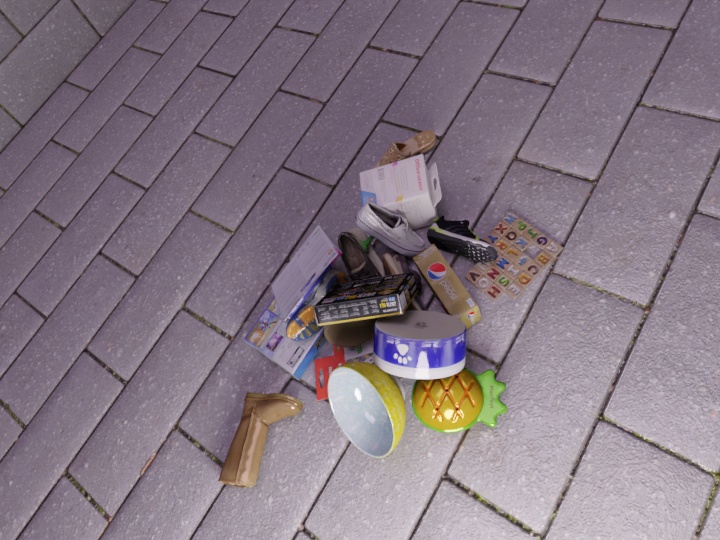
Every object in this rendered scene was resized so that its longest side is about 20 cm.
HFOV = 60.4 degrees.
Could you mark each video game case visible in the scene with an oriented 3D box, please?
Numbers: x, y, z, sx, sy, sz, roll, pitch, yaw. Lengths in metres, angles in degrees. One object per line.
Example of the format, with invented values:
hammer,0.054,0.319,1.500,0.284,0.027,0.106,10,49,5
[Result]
video game case,-0.164,0.137,1.526,0.178,0.046,0.202,27,74,32

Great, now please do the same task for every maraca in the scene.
maraca,0.200,0.259,1.261,0.193,0.108,0.142,-3,65,11

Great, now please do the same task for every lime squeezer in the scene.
lime squeezer,-0.024,-0.062,1.517,0.194,0.038,0.073,-19,61,9

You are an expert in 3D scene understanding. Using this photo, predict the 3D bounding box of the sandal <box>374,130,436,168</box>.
sandal,0.106,-0.326,1.667,0.208,0.070,0.078,-34,53,1

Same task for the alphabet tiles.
alphabet tiles,0.342,-0.028,1.435,0.200,0.008,0.167,-44,54,-7

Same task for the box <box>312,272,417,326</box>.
box,0.014,0.060,1.345,0.193,0.051,0.160,-10,15,19

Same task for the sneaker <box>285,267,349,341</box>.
sneaker,-0.111,0.079,1.479,0.200,0.076,0.087,-47,38,-11

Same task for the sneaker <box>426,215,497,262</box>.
sneaker,0.244,-0.087,1.467,0.196,0.072,0.084,22,68,36

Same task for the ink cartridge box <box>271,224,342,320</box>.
ink cartridge box,-0.125,0.010,1.457,0.198,0.043,0.200,-51,28,7

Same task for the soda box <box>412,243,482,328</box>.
soda box,0.197,0.039,1.417,0.063,0.068,0.202,-31,54,2

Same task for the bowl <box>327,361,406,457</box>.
bowl,0.032,0.272,1.299,0.106,0.206,0.198,-26,44,-38

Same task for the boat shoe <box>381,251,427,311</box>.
boat shoe,0.114,0.027,1.458,0.063,0.073,0.202,-24,50,-8

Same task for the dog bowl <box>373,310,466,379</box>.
dog bowl,0.123,0.150,1.287,0.194,0.199,0.082,8,105,26

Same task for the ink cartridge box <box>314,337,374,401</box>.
ink cartridge box,-0.021,0.217,1.412,0.194,0.051,0.112,-17,54,12

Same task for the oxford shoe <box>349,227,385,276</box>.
oxford shoe,0.018,-0.014,1.534,0.073,0.058,0.204,-23,60,3

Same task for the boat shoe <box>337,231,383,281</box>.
boat shoe,0.000,0.000,1.451,0.072,0.065,0.203,-35,81,12

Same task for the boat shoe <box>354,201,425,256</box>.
boat shoe,0.082,-0.099,1.480,0.066,0.195,0.075,-49,27,39

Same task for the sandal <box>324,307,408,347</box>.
sandal,0.010,0.123,1.411,0.206,0.070,0.080,-22,80,-18

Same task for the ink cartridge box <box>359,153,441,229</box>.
ink cartridge box,0.109,-0.185,1.555,0.193,0.126,0.132,-13,56,14

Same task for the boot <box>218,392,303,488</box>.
boot,-0.221,0.385,1.392,0.171,0.066,0.206,-6,57,34
